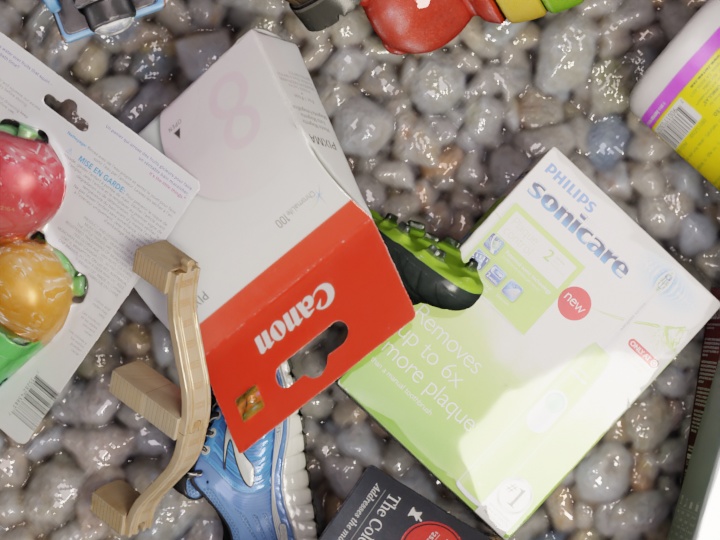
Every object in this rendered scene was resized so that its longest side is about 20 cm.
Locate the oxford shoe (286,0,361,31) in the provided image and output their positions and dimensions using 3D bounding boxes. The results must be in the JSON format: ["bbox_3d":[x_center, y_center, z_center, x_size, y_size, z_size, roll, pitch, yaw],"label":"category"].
[{"bbox_3d":[0.010,-0.247,1.458,0.084,0.073,0.200,45,73,-24],"label":"oxford shoe"}]

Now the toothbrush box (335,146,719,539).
[{"bbox_3d":[0.102,0.046,1.498,0.146,0.086,0.200,44,86,-1],"label":"toothbrush box"}]

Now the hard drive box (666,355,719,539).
[{"bbox_3d":[0.279,0.125,1.433,0.155,0.077,0.201,16,88,-2],"label":"hard drive box"}]

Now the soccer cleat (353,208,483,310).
[{"bbox_3d":[0.000,0.000,1.459,0.067,0.200,0.081,17,96,-42],"label":"soccer cleat"}]

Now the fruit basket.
[{"bbox_3d":[-0.222,-0.026,1.467,0.185,0.094,0.200,36,95,7],"label":"fruit basket"}]

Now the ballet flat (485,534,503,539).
[{"bbox_3d":[0.101,0.260,1.506,0.067,0.068,0.201,-19,91,-8],"label":"ballet flat"}]

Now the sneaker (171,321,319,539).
[{"bbox_3d":[-0.079,0.106,1.494,0.089,0.079,0.201,-8,90,-5],"label":"sneaker"}]

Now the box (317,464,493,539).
[{"bbox_3d":[0.025,0.252,1.393,0.182,0.104,0.200,31,62,9],"label":"box"}]

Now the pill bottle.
[{"bbox_3d":[0.271,-0.077,1.487,0.200,0.104,0.104,42,88,5],"label":"pill bottle"}]

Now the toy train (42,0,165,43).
[{"bbox_3d":[-0.182,-0.238,1.476,0.086,0.114,0.201,-21,90,1],"label":"toy train"}]

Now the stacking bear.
[{"bbox_3d":[0.090,-0.205,1.491,0.199,0.121,0.114,-28,57,9],"label":"stacking bear"}]

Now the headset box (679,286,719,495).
[{"bbox_3d":[0.287,0.098,1.510,0.148,0.075,0.201,9,89,-3],"label":"headset box"}]

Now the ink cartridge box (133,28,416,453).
[{"bbox_3d":[-0.070,-0.018,1.436,0.162,0.057,0.201,-39,57,29],"label":"ink cartridge box"}]

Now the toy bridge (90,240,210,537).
[{"bbox_3d":[-0.122,0.079,1.455,0.067,0.027,0.201,34,125,32],"label":"toy bridge"}]
